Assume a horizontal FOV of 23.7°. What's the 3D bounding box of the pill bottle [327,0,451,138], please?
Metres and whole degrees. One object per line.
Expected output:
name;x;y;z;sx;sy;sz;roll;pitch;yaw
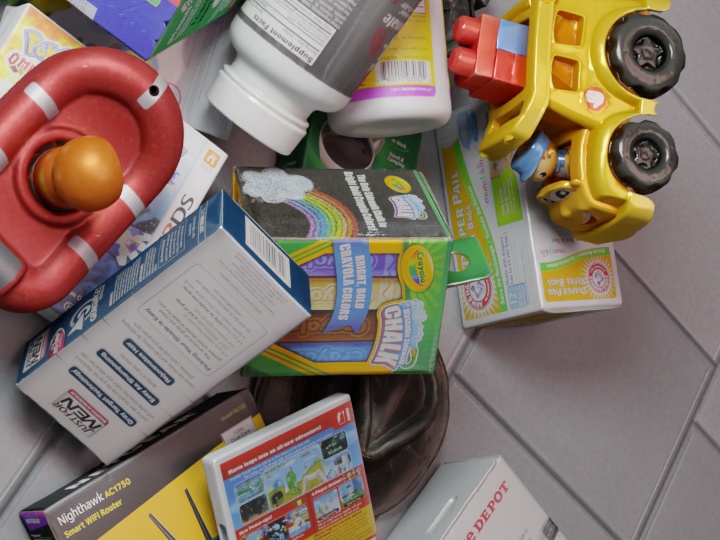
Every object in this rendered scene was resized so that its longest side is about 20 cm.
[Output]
pill bottle;0.017;-0.216;1.420;0.104;0.104;0.201;0;83;-38

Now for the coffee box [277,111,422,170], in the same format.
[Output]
coffee box;-0.011;-0.087;1.472;0.123;0.044;0.201;22;68;-34

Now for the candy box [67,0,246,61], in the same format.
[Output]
candy box;-0.160;-0.261;1.290;0.169;0.077;0.200;38;38;5

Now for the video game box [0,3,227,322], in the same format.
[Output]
video game box;-0.222;-0.067;1.285;0.200;0.047;0.183;36;69;-27

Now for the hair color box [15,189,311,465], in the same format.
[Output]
hair color box;-0.142;0.043;1.241;0.100;0.200;0.061;46;18;-25

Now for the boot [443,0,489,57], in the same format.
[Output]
boot;0.036;-0.277;1.525;0.174;0.069;0.200;50;33;-18

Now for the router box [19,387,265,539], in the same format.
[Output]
router box;-0.140;0.201;1.306;0.200;0.051;0.150;-31;100;-36

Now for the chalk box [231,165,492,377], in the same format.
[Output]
chalk box;0.000;0.000;1.344;0.199;0.125;0.124;1;119;-12

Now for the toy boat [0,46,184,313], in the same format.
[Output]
toy boat;-0.201;-0.067;1.194;0.131;0.131;0.200;48;67;-23

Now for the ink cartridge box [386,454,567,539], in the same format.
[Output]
ink cartridge box;0.115;0.280;1.470;0.200;0.084;0.145;52;55;-18

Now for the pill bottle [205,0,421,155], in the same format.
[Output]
pill bottle;-0.031;-0.193;1.321;0.111;0.111;0.200;31;100;-29

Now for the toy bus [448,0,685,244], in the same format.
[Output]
toy bus;0.158;-0.137;1.431;0.191;0.136;0.201;9;77;-19

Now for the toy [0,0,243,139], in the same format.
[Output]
toy;-0.183;-0.190;1.352;0.199;0.047;0.116;19;87;-26

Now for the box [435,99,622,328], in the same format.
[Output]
box;0.150;-0.053;1.546;0.101;0.112;0.201;-2;80;-38

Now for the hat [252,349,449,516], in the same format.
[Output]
hat;0.012;0.114;1.412;0.200;0.081;0.202;1;88;-32

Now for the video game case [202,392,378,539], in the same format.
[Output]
video game case;-0.044;0.213;1.328;0.143;0.017;0.201;-23;108;-40
